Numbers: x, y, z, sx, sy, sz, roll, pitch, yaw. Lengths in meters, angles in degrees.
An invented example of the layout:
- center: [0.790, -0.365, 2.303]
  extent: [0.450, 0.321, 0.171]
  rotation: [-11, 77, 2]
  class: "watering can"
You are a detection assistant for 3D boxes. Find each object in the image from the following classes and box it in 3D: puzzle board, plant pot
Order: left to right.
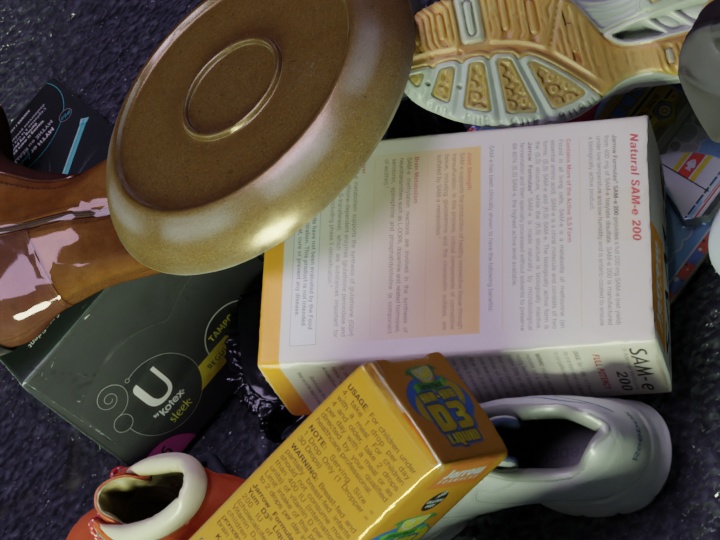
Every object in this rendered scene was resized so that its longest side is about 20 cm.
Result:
- center: [-0.061, -0.089, 1.146]
  extent: [0.200, 0.027, 0.200]
  rotation: [-24, 45, 26]
  class: "plant pot"
- center: [0.108, -0.029, 1.168]
  extent: [0.151, 0.017, 0.200]
  rotation: [32, 77, 25]
  class: "puzzle board"

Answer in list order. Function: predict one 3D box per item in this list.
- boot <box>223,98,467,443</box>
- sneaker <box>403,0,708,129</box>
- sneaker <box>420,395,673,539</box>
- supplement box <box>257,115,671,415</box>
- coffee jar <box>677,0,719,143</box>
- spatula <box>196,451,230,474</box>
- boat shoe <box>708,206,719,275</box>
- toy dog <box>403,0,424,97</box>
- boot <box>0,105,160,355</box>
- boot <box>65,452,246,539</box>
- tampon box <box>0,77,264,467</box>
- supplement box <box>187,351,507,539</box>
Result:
- center: [0.000, 0.000, 1.253]
  extent: [0.162, 0.073, 0.198]
  rotation: [-27, 49, 17]
  class: "boot"
- center: [0.116, -0.114, 1.149]
  extent: [0.200, 0.088, 0.076]
  rotation: [-8, 91, 0]
  class: "sneaker"
- center: [0.049, 0.092, 1.089]
  extent: [0.200, 0.087, 0.075]
  rotation: [-15, 69, 20]
  class: "sneaker"
- center: [0.054, 0.000, 1.116]
  extent: [0.200, 0.074, 0.126]
  rotation: [-4, 64, 13]
  class: "supplement box"
- center: [0.236, -0.142, 1.064]
  extent: [0.104, 0.085, 0.200]
  rotation: [-1, 42, 44]
  class: "coffee jar"
- center: [-0.056, 0.162, 1.208]
  extent: [0.057, 0.021, 0.200]
  rotation: [-52, 36, 12]
  class: "spatula"
- center: [0.242, -0.067, 1.106]
  extent: [0.200, 0.072, 0.062]
  rotation: [-43, 28, -12]
  class: "boat shoe"
- center: [0.000, -0.183, 1.344]
  extent: [0.132, 0.200, 0.096]
  rotation: [0, 36, 13]
  class: "toy dog"
- center: [-0.158, -0.058, 1.251]
  extent: [0.200, 0.068, 0.188]
  rotation: [-25, 44, 23]
  class: "boot"
- center: [-0.116, 0.137, 1.191]
  extent: [0.200, 0.107, 0.075]
  rotation: [-15, 55, 47]
  class: "boot"
- center: [-0.157, 0.003, 1.352]
  extent: [0.150, 0.126, 0.200]
  rotation: [-49, 40, -2]
  class: "tampon box"
- center: [-0.024, 0.125, 1.053]
  extent: [0.200, 0.067, 0.069]
  rotation: [-49, 66, 27]
  class: "supplement box"
